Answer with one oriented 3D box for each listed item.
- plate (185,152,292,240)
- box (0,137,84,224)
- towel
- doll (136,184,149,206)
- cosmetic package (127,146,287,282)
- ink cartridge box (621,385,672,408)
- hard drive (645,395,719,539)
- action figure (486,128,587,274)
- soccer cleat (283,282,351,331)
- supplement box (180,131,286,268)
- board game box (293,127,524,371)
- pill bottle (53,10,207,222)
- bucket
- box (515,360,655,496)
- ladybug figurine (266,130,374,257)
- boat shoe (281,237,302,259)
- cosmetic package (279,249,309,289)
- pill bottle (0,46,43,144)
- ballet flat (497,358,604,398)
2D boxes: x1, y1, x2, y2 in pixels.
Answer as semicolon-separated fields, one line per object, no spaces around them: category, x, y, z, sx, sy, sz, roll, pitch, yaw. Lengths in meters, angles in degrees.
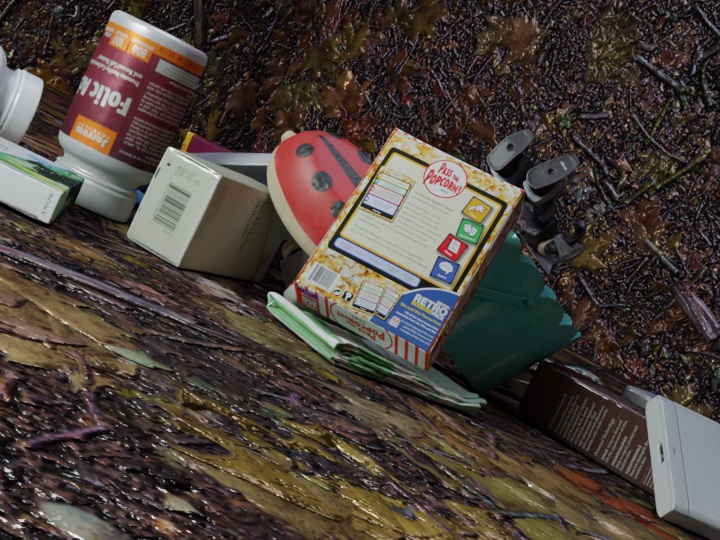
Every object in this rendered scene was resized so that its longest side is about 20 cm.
plate;-0.124;-0.092;1.415;0.197;0.033;0.200;3;-23;12
box;-0.333;-0.096;1.083;0.143;0.037;0.200;26;5;-11
towel;0.013;0.081;1.149;0.199;0.024;0.152;24;4;-36
doll;-0.277;-0.107;1.494;0.136;0.049;0.199;39;15;24
cosmetic package;-0.151;-0.054;1.244;0.073;0.104;0.200;28;6;20
ink cartridge box;0.407;0.225;1.405;0.199;0.085;0.146;28;4;33
hard drive;0.373;0.217;1.174;0.198;0.027;0.133;26;44;-20
action figure;0.189;-0.072;1.245;0.130;0.069;0.200;50;-5;23
soccer cleat;-0.002;0.040;1.295;0.199;0.069;0.078;5;60;-49
supplement box;-0.166;-0.095;1.616;0.199;0.111;0.085;28;5;26
board game box;0.050;-0.024;1.156;0.150;0.201;0.046;28;-23;15
pill bottle;-0.254;-0.163;1.265;0.113;0.202;0.114;25;4;-2
bucket;0.146;0.031;1.348;0.208;0.134;0.207;56;7;-10
box;0.280;0.177;1.295;0.199;0.076;0.100;31;6;30
ladybug figurine;-0.018;-0.075;1.249;0.200;0.072;0.135;49;51;9
boat shoe;-0.022;0.020;1.502;0.200;0.072;0.073;34;27;-49
cosmetic package;0.000;0.000;1.402;0.082;0.051;0.199;-24;-17;31
pill bottle;-0.444;-0.207;1.245;0.199;0.113;0.112;25;4;-28
ballet flat;0.237;0.151;1.511;0.198;0.076;0.064;20;37;-26
